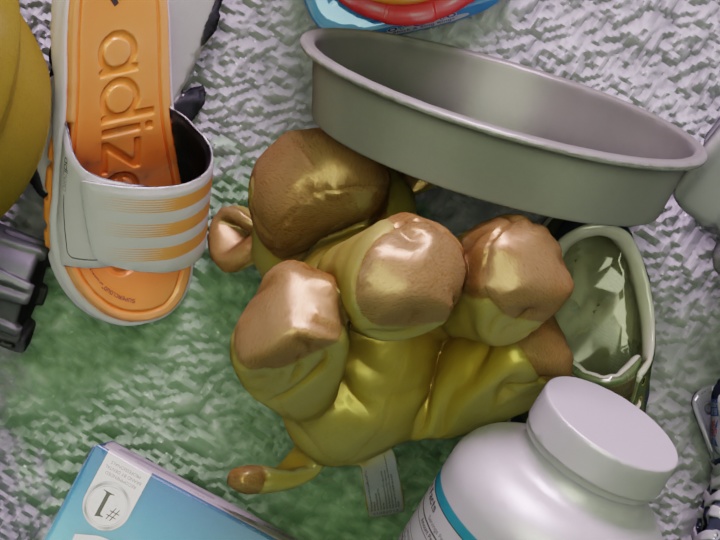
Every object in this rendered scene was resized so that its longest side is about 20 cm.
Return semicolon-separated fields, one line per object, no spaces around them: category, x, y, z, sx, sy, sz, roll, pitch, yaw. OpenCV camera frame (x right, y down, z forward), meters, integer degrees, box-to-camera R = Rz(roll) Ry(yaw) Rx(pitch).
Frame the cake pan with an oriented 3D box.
cake pan;0.063;-0.068;1.065;0.200;0.200;0.037;17;105;1

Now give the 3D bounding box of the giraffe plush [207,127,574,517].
giraffe plush;0.000;0.000;1.074;0.172;0.200;0.162;-4;55;-18

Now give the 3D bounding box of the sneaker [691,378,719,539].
sneaker;0.180;0.125;1.105;0.200;0.070;0.109;-45;92;-10

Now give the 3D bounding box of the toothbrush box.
toothbrush box;-0.109;0.204;1.093;0.146;0.085;0.200;27;86;1

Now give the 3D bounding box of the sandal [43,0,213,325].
sandal;-0.109;-0.058;1.076;0.079;0.059;0.207;-19;122;-29

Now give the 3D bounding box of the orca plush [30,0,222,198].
orca plush;-0.122;-0.134;1.125;0.071;0.105;0.200;34;109;39

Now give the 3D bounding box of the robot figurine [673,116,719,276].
robot figurine;0.252;-0.010;1.094;0.200;0.113;0.170;37;53;3

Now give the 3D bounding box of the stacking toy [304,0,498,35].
stacking toy;0.022;-0.183;1.063;0.116;0.200;0.110;-14;86;-2

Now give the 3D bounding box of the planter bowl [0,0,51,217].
planter bowl;-0.204;-0.072;1.050;0.083;0.200;0.201;26;85;-42

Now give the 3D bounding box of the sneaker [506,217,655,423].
sneaker;0.107;0.063;1.100;0.067;0.090;0.201;2;86;-2

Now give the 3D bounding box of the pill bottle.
pill bottle;0.067;0.148;1.045;0.111;0.111;0.200;31;112;2

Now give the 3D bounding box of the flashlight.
flashlight;-0.252;-0.026;1.120;0.199;0.068;0.068;19;78;2
